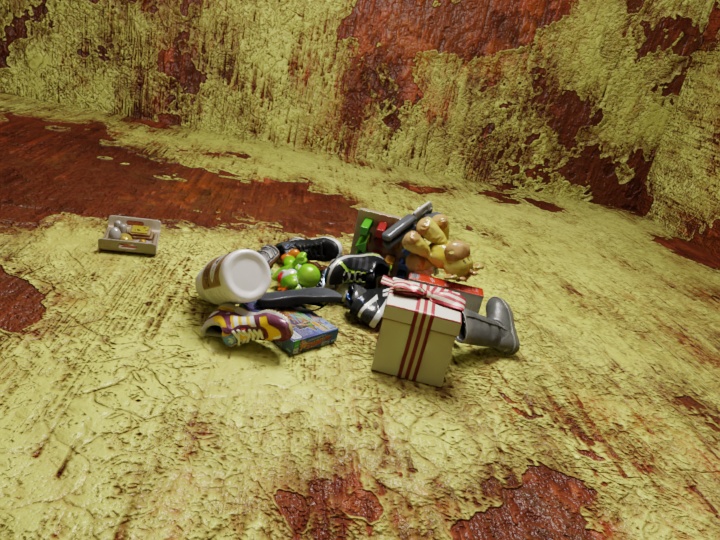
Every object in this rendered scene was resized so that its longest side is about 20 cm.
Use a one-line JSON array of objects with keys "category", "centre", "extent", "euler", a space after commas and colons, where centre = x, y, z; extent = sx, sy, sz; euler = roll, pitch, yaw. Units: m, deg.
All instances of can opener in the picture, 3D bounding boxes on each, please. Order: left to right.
[{"category": "can opener", "centre": [0.140, -0.124, 1.580], "extent": [0.200, 0.053, 0.066], "euler": [-34, 43, -27]}]

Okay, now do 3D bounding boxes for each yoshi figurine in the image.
[{"category": "yoshi figurine", "centre": [-0.151, 0.009, 1.489], "extent": [0.112, 0.112, 0.200], "euler": [28, 10, -17]}]

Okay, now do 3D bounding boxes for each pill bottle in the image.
[{"category": "pill bottle", "centre": [-0.293, 0.021, 1.305], "extent": [0.114, 0.115, 0.200], "euler": [-4, -4, -36]}]

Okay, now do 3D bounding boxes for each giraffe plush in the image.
[{"category": "giraffe plush", "centre": [0.229, -0.035, 1.544], "extent": [0.173, 0.200, 0.162], "euler": [-42, 38, -12]}]

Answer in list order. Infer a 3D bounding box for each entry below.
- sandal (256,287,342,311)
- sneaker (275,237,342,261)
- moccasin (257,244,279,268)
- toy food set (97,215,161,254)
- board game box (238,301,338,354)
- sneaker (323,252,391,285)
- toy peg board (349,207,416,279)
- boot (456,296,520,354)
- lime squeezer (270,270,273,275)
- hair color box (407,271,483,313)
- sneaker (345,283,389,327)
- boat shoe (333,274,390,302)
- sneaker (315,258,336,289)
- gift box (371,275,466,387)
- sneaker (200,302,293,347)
[{"category": "sandal", "centre": [-0.142, 0.072, 1.365], "extent": [0.200, 0.043, 0.076], "euler": [-3, 16, -10]}, {"category": "sneaker", "centre": [-0.158, -0.050, 1.664], "extent": [0.200, 0.073, 0.112], "euler": [3, 16, 37]}, {"category": "moccasin", "centre": [-0.286, 0.007, 1.491], "extent": [0.074, 0.078, 0.201], "euler": [31, 43, 5]}, {"category": "toy food set", "centre": [-0.629, -0.105, 1.600], "extent": [0.143, 0.060, 0.200], "euler": [5, 23, -17]}, {"category": "board game box", "centre": [-0.166, 0.117, 1.329], "extent": [0.135, 0.035, 0.200], "euler": [-10, 30, -45]}, {"category": "sneaker", "centre": [0.000, 0.000, 1.503], "extent": [0.200, 0.072, 0.083], "euler": [-19, 42, -37]}, {"category": "toy peg board", "centre": [0.067, -0.050, 1.654], "extent": [0.199, 0.200, 0.098], "euler": [15, 25, 5]}, {"category": "boot", "centre": [0.289, 0.119, 1.420], "extent": [0.200, 0.073, 0.182], "euler": [15, 40, -28]}, {"category": "lime squeezer", "centre": [-0.234, 0.045, 1.371], "extent": [0.071, 0.038, 0.200], "euler": [3, -19, -4]}, {"category": "hair color box", "centre": [0.215, 0.078, 1.545], "extent": [0.200, 0.102, 0.061], "euler": [14, 20, 3]}, {"category": "sneaker", "centre": [0.026, 0.061, 1.487], "extent": [0.112, 0.073, 0.200], "euler": [34, 25, 3]}, {"category": "boat shoe", "centre": [0.016, 0.046, 1.571], "extent": [0.200, 0.073, 0.063], "euler": [-23, 45, -39]}, {"category": "sneaker", "centre": [-0.073, 0.027, 1.564], "extent": [0.072, 0.072, 0.200], "euler": [27, 27, 2]}, {"category": "gift box", "centre": [0.120, 0.114, 1.287], "extent": [0.184, 0.187, 0.200], "euler": [12, 22, -1]}, {"category": "sneaker", "centre": [-0.236, 0.127, 1.211], "extent": [0.200, 0.075, 0.090], "euler": [6, 36, 27]}]
